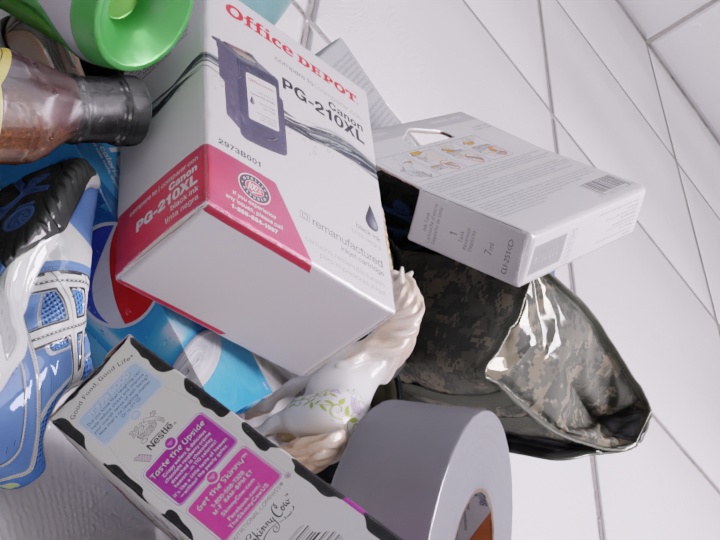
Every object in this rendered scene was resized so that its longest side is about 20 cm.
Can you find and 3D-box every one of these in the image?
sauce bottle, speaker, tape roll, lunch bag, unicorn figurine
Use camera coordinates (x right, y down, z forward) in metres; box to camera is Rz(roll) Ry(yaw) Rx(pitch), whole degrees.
[{"bbox_3d":[-0.205,-0.085,0.667,0.200,0.066,0.066,-5,65,-43],"label":"sauce bottle"},{"bbox_3d":[-0.191,-0.187,0.745,0.200,0.088,0.088,31,11,29],"label":"speaker"},{"bbox_3d":[0.037,0.181,0.778,0.200,0.066,0.200,5,90,-69],"label":"tape roll"},{"bbox_3d":[0.116,0.081,1.013,0.200,0.164,0.118,39,70,-35],"label":"lunch bag"},{"bbox_3d":[-0.021,0.074,0.816,0.074,0.137,0.200,45,27,-26],"label":"unicorn figurine"}]

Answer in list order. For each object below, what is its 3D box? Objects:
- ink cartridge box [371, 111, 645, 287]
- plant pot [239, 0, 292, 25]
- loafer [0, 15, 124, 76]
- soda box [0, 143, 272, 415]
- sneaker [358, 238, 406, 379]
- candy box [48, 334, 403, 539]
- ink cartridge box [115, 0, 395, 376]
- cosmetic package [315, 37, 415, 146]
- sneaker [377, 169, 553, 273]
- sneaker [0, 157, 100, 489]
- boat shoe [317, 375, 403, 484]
[{"bbox_3d":[0.095,-0.061,0.964,0.176,0.045,0.200,26,26,28],"label":"ink cartridge box"},{"bbox_3d":[-0.139,-0.206,0.877,0.200,0.200,0.134,38,58,-38],"label":"plant pot"},{"bbox_3d":[-0.156,-0.092,0.836,0.200,0.063,0.072,51,26,-18],"label":"loafer"},{"bbox_3d":[-0.136,0.007,0.764,0.200,0.064,0.068,61,24,5],"label":"soda box"},{"bbox_3d":[0.000,0.000,0.950,0.075,0.079,0.200,7,27,-22],"label":"sneaker"},{"bbox_3d":[-0.045,0.130,0.627,0.200,0.061,0.136,31,-20,32],"label":"candy box"},{"bbox_3d":[-0.065,-0.058,0.777,0.145,0.084,0.200,31,36,-35],"label":"ink cartridge box"},{"bbox_3d":[0.001,-0.094,1.125,0.200,0.071,0.101,55,25,-10],"label":"cosmetic package"},{"bbox_3d":[0.087,-0.039,1.053,0.200,0.076,0.077,36,64,-33],"label":"sneaker"},{"bbox_3d":[-0.176,0.023,0.666,0.077,0.076,0.200,52,37,-36],"label":"sneaker"},{"bbox_3d":[-0.004,0.136,0.870,0.076,0.060,0.200,42,29,-33],"label":"boat shoe"}]
